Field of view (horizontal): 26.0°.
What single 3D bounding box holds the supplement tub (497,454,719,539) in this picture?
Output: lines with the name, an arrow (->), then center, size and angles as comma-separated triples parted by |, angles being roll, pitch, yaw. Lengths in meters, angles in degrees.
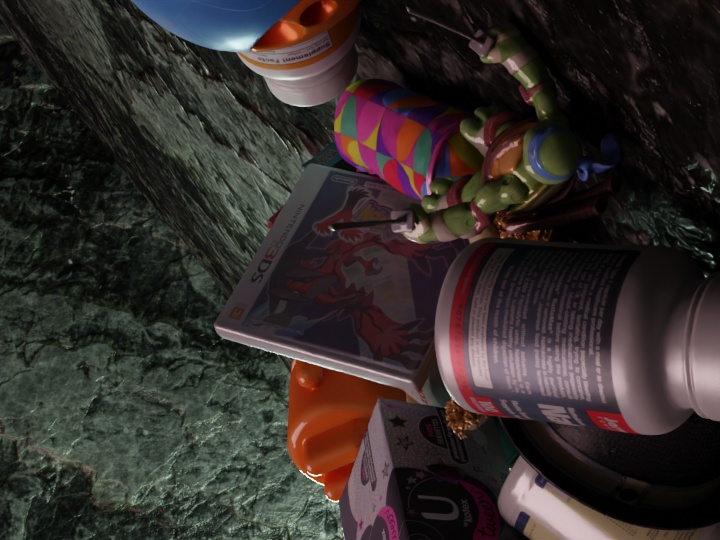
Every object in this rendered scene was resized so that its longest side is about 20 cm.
supplement tub -> 0.221, 0.184, 1.197 | 0.200, 0.145, 0.145 | 35, 165, 15

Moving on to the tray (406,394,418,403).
tray -> 0.093, 0.112, 1.509 | 0.201, 0.107, 0.022 | -105, -12, -44

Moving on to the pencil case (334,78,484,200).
pencil case -> 0.048, -0.100, 1.266 | 0.089, 0.088, 0.200 | 58, 169, -25

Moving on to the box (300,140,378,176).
box -> 0.030, -0.043, 1.527 | 0.200, 0.082, 0.049 | 57, 167, -24

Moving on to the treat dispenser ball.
treat dispenser ball -> -0.073, -0.241, 1.003 | 0.201, 0.201, 0.201 | 50, 169, 13

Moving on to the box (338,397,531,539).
box -> 0.059, 0.221, 1.298 | 0.200, 0.114, 0.133 | -104, 28, -54

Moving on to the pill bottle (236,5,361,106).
pill bottle -> -0.061, -0.224, 1.251 | 0.111, 0.111, 0.200 | 46, 168, 32

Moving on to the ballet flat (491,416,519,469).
ballet flat -> 0.157, 0.090, 1.324 | 0.069, 0.069, 0.201 | 45, 142, 36

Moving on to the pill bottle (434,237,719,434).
pill bottle -> 0.159, 0.042, 0.992 | 0.199, 0.120, 0.120 | 4, 138, 36

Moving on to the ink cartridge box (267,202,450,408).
ink cartridge box -> 0.023, 0.022, 1.394 | 0.200, 0.083, 0.147 | 36, 159, 37

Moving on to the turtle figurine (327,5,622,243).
turtle figurine -> 0.068, -0.091, 1.064 | 0.194, 0.199, 0.145 | 135, 131, -83

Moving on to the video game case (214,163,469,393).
video game case -> 0.000, 0.000, 1.306 | 0.199, 0.183, 0.023 | 14, 151, 29

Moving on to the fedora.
fedora -> 0.199, 0.087, 1.107 | 0.201, 0.200, 0.092 | 47, 135, 27

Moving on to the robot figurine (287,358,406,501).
robot figurine -> -0.012, 0.129, 1.502 | 0.143, 0.117, 0.201 | 18, -145, -14

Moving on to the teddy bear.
teddy bear -> 0.100, 0.032, 1.212 | 0.066, 0.145, 0.201 | 21, 132, 13
